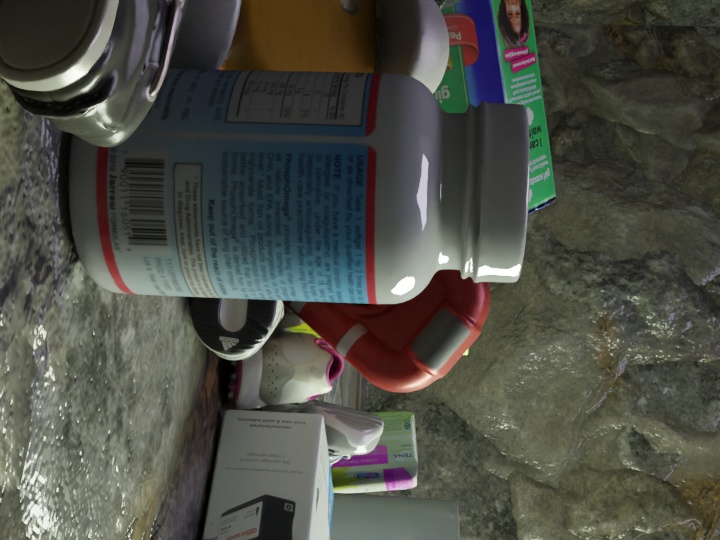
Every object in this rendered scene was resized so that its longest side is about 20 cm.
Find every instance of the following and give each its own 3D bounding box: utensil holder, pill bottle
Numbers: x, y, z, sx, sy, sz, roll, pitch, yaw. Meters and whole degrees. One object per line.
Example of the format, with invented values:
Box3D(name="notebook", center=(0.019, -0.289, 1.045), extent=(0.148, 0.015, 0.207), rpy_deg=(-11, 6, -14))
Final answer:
Box3D(name="utensil holder", center=(-0.001, 0.312, 1.031), extent=(0.170, 0.200, 0.170), rpy_deg=(2, 90, -85))
Box3D(name="pill bottle", center=(-0.025, -0.039, 0.474), extent=(0.109, 0.200, 0.109), rpy_deg=(3, 90, -86))

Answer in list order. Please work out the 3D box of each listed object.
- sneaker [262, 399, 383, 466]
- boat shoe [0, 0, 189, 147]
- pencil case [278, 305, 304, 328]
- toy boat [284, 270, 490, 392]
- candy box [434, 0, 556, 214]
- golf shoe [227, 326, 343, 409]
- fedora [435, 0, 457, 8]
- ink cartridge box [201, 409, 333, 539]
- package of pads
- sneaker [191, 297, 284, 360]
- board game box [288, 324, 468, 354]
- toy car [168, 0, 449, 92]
Box3D(name="sneaker", center=(-0.039, 0.163, 0.912), extent=(0.200, 0.075, 0.082), rpy_deg=(157, -54, -66))
Box3D(name="boat shoe", center=(-0.092, -0.142, 0.392), extent=(0.057, 0.067, 0.200), rpy_deg=(60, 37, -64))
Box3D(name="pencil case", center=(-0.057, -0.044, 0.912), extent=(0.089, 0.078, 0.200), rpy_deg=(45, 47, -78))
Box3D(name="toy boat", center=(0.000, 0.000, 0.789), extent=(0.131, 0.200, 0.131), rpy_deg=(-50, 165, 4))
Box3D(name="candy box", center=(0.063, -0.144, 0.835), extent=(0.077, 0.169, 0.200), rpy_deg=(-26, 110, -47))
Box3D(name="golf shoe", center=(-0.059, 0.086, 0.875), extent=(0.200, 0.091, 0.075), rpy_deg=(-27, 118, -87))
Box3D(name="fedora", center=(0.032, -0.234, 0.706), extent=(0.200, 0.091, 0.201), rpy_deg=(6, -83, 53))
Box3D(name="ink cartridge box", center=(-0.072, 0.230, 0.777), extent=(0.145, 0.084, 0.200), rpy_deg=(88, 6, -52))
Box3D(name="package of pads", center=(-0.015, 0.209, 1.123), extent=(0.200, 0.154, 0.068), rpy_deg=(80, 5, -70))
Box3D(name="sneaker", center=(-0.081, -0.030, 0.737), extent=(0.115, 0.076, 0.201), rpy_deg=(114, -12, -76))
Box3D(name="board game box", center=(0.008, 0.030, 1.000), extent=(0.102, 0.200, 0.048), rpy_deg=(-83, 174, -52))
Box3D(name="toy car", center=(-0.050, -0.168, 0.573), extent=(0.150, 0.175, 0.200), rpy_deg=(-12, -107, 58))
